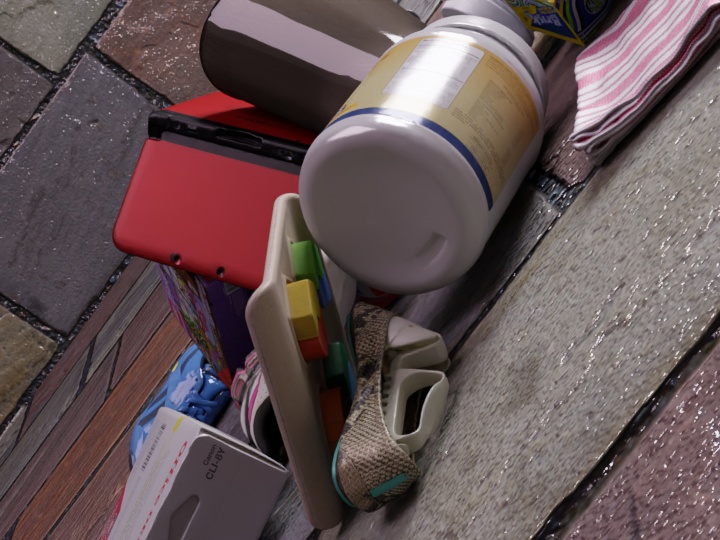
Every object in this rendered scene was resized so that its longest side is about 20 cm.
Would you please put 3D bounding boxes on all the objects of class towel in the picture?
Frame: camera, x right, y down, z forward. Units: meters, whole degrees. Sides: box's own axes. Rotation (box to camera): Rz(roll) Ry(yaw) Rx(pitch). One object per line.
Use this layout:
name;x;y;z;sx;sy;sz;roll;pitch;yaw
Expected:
towel;0.203;-0.168;1.149;0.146;0.030;0.200;-48;14;26

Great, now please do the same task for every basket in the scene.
basket;-0.010;-0.178;1.395;0.180;0.136;0.200;-22;37;-29

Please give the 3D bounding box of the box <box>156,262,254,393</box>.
box;-0.148;0.019;1.531;0.039;0.137;0.200;-30;-33;-15

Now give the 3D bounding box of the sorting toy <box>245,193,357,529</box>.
sorting toy;-0.031;0.058;1.164;0.036;0.186;0.200;-12;22;10

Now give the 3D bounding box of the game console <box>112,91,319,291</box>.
game console;-0.093;-0.073;1.445;0.172;0.199;0.119;-29;-50;-56

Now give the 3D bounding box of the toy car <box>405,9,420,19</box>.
toy car;0.014;-0.179;1.617;0.200;0.164;0.158;-29;22;39

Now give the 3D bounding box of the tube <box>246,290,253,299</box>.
tube;-0.026;-0.043;1.472;0.200;0.050;0.078;-26;45;20

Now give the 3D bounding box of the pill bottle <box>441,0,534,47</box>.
pill bottle;0.160;-0.287;1.435;0.200;0.112;0.112;-56;12;-6

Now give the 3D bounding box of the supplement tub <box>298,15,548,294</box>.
supplement tub;0.054;-0.092;1.210;0.144;0.144;0.200;-44;8;41

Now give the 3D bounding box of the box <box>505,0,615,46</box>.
box;0.201;-0.289;1.342;0.070;0.064;0.200;26;80;44

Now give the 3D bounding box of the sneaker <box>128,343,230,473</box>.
sneaker;-0.178;0.142;1.687;0.078;0.066;0.200;-37;21;45

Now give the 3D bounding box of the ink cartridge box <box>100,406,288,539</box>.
ink cartridge box;-0.141;0.198;1.313;0.146;0.083;0.200;-65;13;-6

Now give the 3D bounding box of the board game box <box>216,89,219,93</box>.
board game box;-0.064;-0.101;1.543;0.200;0.200;0.041;-64;-21;2

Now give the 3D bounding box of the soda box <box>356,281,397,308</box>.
soda box;0.000;0.000;1.389;0.200;0.063;0.070;-45;15;42

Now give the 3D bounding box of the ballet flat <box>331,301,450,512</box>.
ballet flat;0.027;0.081;1.101;0.075;0.068;0.200;-26;29;21

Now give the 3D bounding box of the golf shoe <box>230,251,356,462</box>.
golf shoe;-0.044;0.067;1.334;0.092;0.072;0.200;-116;39;-48
